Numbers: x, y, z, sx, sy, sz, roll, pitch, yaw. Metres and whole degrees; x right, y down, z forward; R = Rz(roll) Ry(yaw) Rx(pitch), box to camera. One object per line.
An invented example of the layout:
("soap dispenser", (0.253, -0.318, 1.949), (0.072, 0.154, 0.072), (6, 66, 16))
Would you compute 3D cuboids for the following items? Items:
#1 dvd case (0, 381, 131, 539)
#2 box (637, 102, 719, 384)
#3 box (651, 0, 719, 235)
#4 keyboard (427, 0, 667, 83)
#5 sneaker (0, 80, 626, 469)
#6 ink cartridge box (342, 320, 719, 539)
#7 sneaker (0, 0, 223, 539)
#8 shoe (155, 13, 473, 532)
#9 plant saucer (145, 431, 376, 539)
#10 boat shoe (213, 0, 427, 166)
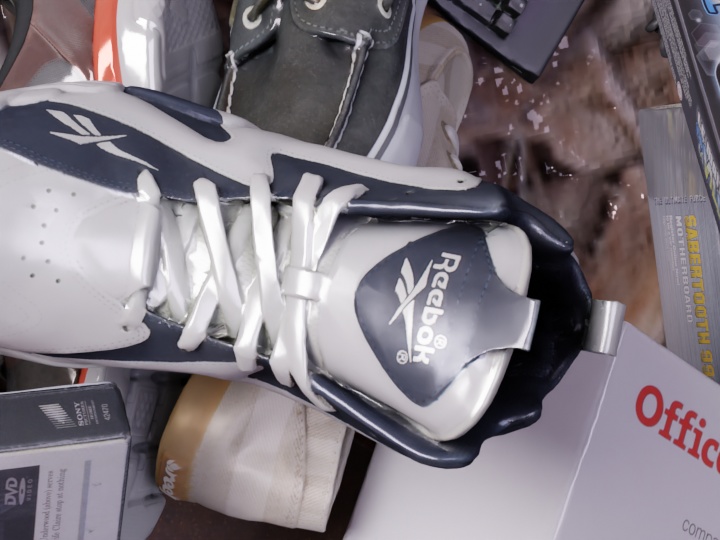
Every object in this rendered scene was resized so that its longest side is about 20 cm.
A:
("dvd case", (-0.167, 0.096, 0.797), (0.199, 0.151, 0.025), (-6, 49, -16))
("box", (0.203, 0.007, 1.043), (0.199, 0.048, 0.159), (-8, 93, -27))
("box", (0.163, -0.045, 0.932), (0.109, 0.035, 0.201), (-9, 57, -3))
("keyboard", (0.100, -0.153, 1.010), (0.127, 0.021, 0.201), (36, 75, -22))
("sneaker", (-0.017, 0.001, 0.754), (0.198, 0.129, 0.080), (18, 86, -35))
("ink cartridge box", (0.059, 0.127, 0.895), (0.146, 0.086, 0.201), (31, 74, -44))
("sneaker", (-0.092, -0.004, 0.885), (0.077, 0.081, 0.201), (46, 47, -65))
("shoe", (0.000, 0.000, 0.906), (0.053, 0.070, 0.200), (18, 54, 13))
("plant saucer", (-0.029, 0.129, 0.934), (0.199, 0.034, 0.202), (1, 88, -27))
("boat shoe", (-0.012, -0.086, 0.895), (0.057, 0.068, 0.201), (60, 35, -43))
